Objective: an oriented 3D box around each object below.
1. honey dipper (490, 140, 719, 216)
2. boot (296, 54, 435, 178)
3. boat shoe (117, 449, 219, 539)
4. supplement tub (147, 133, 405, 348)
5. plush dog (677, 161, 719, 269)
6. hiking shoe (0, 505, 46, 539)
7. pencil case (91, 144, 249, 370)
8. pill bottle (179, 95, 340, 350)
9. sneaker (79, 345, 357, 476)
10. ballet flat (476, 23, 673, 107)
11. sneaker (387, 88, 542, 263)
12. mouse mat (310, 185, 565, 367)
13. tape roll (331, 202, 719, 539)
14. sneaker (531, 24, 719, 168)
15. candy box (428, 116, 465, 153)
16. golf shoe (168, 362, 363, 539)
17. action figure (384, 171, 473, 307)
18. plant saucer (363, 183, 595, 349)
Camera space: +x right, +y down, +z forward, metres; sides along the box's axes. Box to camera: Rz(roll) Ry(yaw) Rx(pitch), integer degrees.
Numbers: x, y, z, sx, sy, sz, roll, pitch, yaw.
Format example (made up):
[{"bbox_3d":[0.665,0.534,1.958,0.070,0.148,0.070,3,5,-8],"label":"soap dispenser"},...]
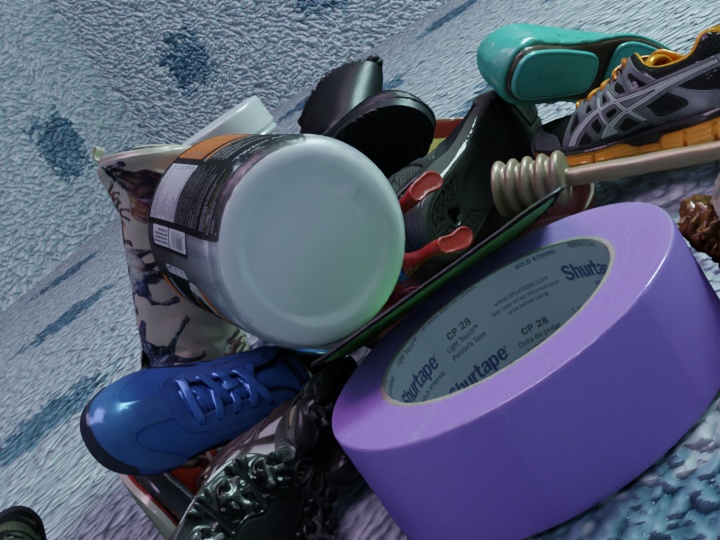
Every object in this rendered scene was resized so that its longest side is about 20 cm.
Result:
[{"bbox_3d":[0.181,-0.066,0.730,0.199,0.038,0.038,-7,25,25],"label":"honey dipper"},{"bbox_3d":[-0.001,-0.129,1.017,0.198,0.073,0.163,-44,26,41],"label":"boot"},{"bbox_3d":[-0.123,0.138,0.782,0.062,0.071,0.200,-34,9,-12],"label":"boat shoe"},{"bbox_3d":[-0.064,-0.025,0.733,0.122,0.123,0.200,-38,19,-14],"label":"supplement tub"},{"bbox_3d":[0.229,-0.074,0.539,0.199,0.160,0.173,-15,47,53],"label":"plush dog"},{"bbox_3d":[-0.211,0.212,0.755,0.100,0.076,0.200,-26,23,1],"label":"hiking shoe"},{"bbox_3d":[-0.139,0.000,0.856,0.089,0.202,0.078,-12,10,-6],"label":"pencil case"},{"bbox_3d":[-0.060,-0.034,0.926,0.110,0.201,0.111,-32,12,8],"label":"pill bottle"},{"bbox_3d":[-0.082,0.077,0.727,0.199,0.066,0.078,-3,-28,-49],"label":"sneaker"},{"bbox_3d":[0.169,-0.160,0.891,0.199,0.068,0.070,-2,33,-35],"label":"ballet flat"},{"bbox_3d":[0.062,-0.071,0.886,0.114,0.076,0.200,-12,31,45],"label":"sneaker"},{"bbox_3d":[0.046,0.006,0.677,0.160,0.008,0.200,-36,-5,3],"label":"mouse mat"},{"bbox_3d":[0.084,0.049,0.588,0.199,0.066,0.200,-34,13,9],"label":"tape roll"},{"bbox_3d":[0.196,-0.114,0.808,0.078,0.078,0.199,-14,4,-36],"label":"sneaker"},{"bbox_3d":[0.068,-0.111,1.092,0.116,0.057,0.200,-6,2,-22],"label":"candy box"},{"bbox_3d":[-0.057,0.134,0.640,0.094,0.078,0.200,-35,3,33],"label":"golf shoe"},{"bbox_3d":[0.000,0.000,0.805,0.052,0.066,0.200,-32,-1,-43],"label":"action figure"},{"bbox_3d":[0.084,0.002,0.816,0.199,0.035,0.200,-32,14,9],"label":"plant saucer"}]
